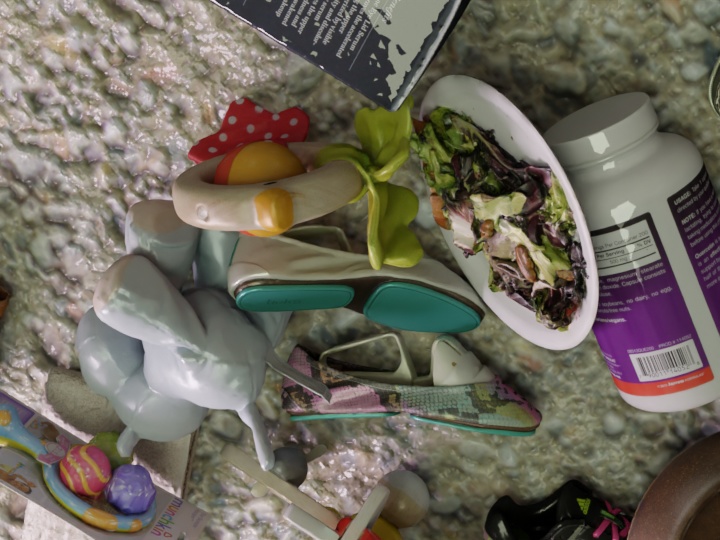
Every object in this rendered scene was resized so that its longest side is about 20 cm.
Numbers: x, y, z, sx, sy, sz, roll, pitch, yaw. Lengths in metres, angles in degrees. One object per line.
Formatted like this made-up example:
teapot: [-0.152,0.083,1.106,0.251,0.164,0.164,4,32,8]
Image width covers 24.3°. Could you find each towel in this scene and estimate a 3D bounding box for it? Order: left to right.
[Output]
towel: [-0.207,0.181,1.362,0.131,0.035,0.202,15,115,7]

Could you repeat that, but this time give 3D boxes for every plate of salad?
plate of salad: [0.088,-0.034,1.122,0.048,0.200,0.202,-26,110,-22]

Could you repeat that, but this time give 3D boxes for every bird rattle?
bird rattle: [-0.055,-0.069,1.127,0.199,0.163,0.114,17,116,36]

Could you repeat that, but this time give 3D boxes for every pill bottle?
pill bottle: [0.194,-0.013,1.130,0.112,0.113,0.201,-18,107,21]

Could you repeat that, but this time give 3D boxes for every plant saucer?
plant saucer: [0.288,0.212,1.197,0.198,0.034,0.202,-1,97,-8]

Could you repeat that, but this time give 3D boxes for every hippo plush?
hippo plush: [-0.123,0.052,1.249,0.200,0.159,0.161,46,142,-2]

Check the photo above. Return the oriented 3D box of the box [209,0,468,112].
box: [-0.022,-0.213,1.082,0.199,0.148,0.105,30,116,-1]

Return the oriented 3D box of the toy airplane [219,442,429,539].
toy airplane: [0.004,0.201,1.258,0.198,0.141,0.201,0,132,49]

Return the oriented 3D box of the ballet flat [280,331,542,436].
ballet flat: [0.036,0.082,1.245,0.198,0.069,0.072,3,94,14]

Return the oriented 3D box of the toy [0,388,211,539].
toy: [-0.207,0.147,1.268,0.199,0.115,0.047,27,111,2]

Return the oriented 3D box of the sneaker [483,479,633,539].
sneaker: [0.179,0.200,1.247,0.198,0.074,0.088,-6,115,20]

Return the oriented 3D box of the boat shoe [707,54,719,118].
boat shoe: [0.303,-0.159,1.068,0.201,0.060,0.072,-40,98,25]

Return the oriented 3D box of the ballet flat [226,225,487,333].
ballet flat: [0.000,0.000,1.201,0.198,0.070,0.070,7,118,-21]

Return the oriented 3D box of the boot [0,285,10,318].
boot: [-0.382,0.036,1.326,0.199,0.074,0.155,25,118,-10]
